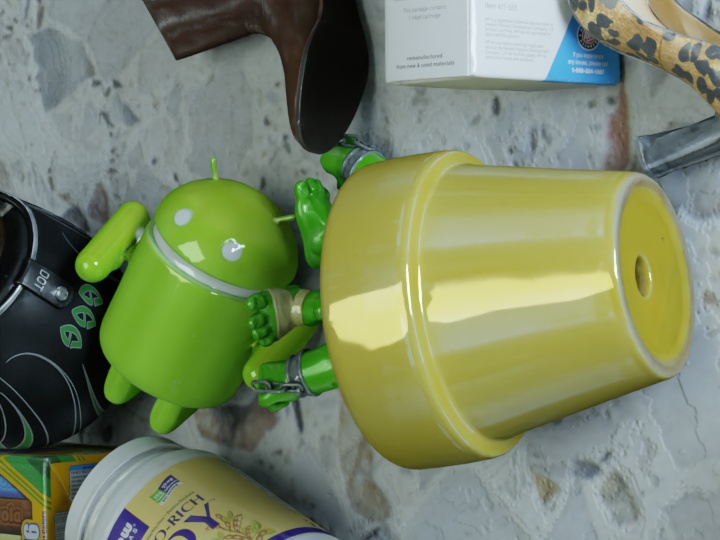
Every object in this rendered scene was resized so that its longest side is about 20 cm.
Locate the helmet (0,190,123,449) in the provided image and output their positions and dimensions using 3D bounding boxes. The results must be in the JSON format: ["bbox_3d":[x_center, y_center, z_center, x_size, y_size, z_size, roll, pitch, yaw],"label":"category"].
[{"bbox_3d":[-0.269,0.046,1.879,0.199,0.191,0.201,-15,51,20],"label":"helmet"}]

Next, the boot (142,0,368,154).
[{"bbox_3d":[-0.085,-0.168,1.773,0.199,0.064,0.188,-4,71,41],"label":"boot"}]

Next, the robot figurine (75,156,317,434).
[{"bbox_3d":[-0.119,0.019,1.781,0.175,0.116,0.201,33,114,11],"label":"robot figurine"}]

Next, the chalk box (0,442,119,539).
[{"bbox_3d":[-0.264,0.201,1.922,0.199,0.124,0.125,0,91,43],"label":"chalk box"}]

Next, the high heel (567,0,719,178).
[{"bbox_3d":[0.204,-0.167,1.489,0.142,0.071,0.201,-20,91,46],"label":"high heel"}]

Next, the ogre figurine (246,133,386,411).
[{"bbox_3d":[0.000,0.000,1.680,0.119,0.201,0.098,2,137,34],"label":"ogre figurine"}]

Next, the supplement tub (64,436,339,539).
[{"bbox_3d":[-0.108,0.219,1.756,0.199,0.145,0.147,30,111,39],"label":"supplement tub"}]

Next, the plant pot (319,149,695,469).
[{"bbox_3d":[0.101,0.016,1.526,0.188,0.200,0.203,-10,84,29],"label":"plant pot"}]

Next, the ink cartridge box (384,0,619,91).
[{"bbox_3d":[0.092,-0.219,1.549,0.085,0.146,0.202,-2,89,46],"label":"ink cartridge box"}]
